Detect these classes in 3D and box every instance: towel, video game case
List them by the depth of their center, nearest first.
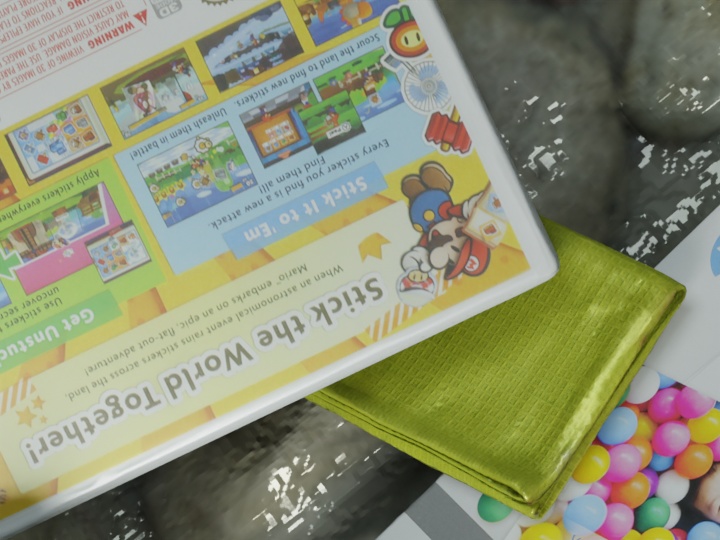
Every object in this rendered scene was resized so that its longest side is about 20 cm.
[{"bbox_3d":[-0.067,-0.039,0.845,0.199,0.183,0.023,-25,6,5],"label":"video game case"},{"bbox_3d":[0.000,0.000,0.887,0.199,0.018,0.086,27,79,34],"label":"towel"}]

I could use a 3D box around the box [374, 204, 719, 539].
[{"bbox_3d":[0.099,0.086,0.822,0.200,0.041,0.156,-42,48,-5],"label":"box"}]
